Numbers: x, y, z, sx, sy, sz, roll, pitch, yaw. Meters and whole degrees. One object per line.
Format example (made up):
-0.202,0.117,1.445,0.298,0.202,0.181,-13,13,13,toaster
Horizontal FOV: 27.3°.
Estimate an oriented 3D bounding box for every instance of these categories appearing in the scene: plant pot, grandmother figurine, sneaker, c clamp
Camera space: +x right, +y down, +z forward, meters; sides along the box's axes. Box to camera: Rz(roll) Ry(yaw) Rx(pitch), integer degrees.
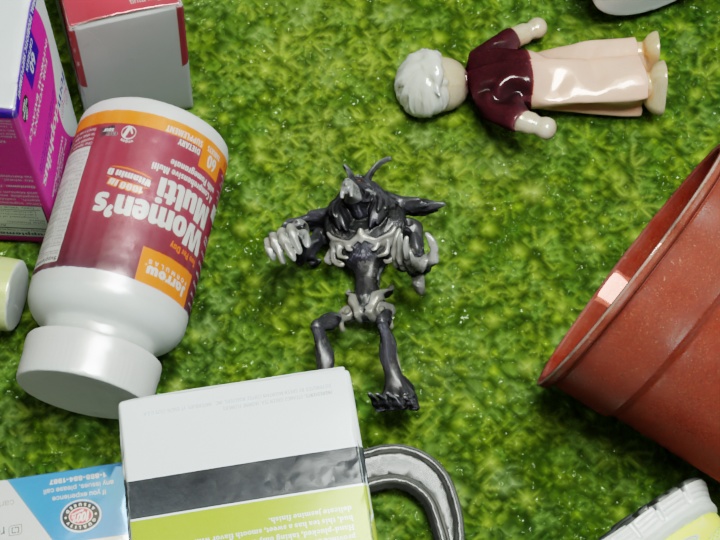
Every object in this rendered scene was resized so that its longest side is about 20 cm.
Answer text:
0.252,0.054,0.964,0.195,0.201,0.201,38,70,4,plant pot
0.125,-0.140,1.109,0.200,0.061,0.121,-1,39,0,grandmother figurine
0.163,0.217,0.944,0.200,0.078,0.090,-31,78,-13,sneaker
-0.018,0.205,0.971,0.200,0.027,0.171,-20,64,-9,c clamp

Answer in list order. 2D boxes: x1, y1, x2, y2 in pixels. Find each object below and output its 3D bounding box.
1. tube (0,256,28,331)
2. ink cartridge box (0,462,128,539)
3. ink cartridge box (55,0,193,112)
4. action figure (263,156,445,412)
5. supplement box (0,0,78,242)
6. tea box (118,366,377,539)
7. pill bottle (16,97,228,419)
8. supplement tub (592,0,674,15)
-0.335,0.002,1.028,0.200,0.058,0.052,9,82,4,tube
-0.190,0.238,0.881,0.147,0.145,0.200,-8,67,-5,ink cartridge box
-0.187,-0.228,1.082,0.083,0.147,0.200,-14,69,-9,ink cartridge box
0.000,0.000,1.017,0.119,0.102,0.200,-5,68,8,action figure
-0.257,-0.105,0.997,0.103,0.200,0.101,4,67,-2,supplement box
-0.053,0.190,0.853,0.133,0.200,0.197,-8,64,-2,tea box
-0.162,-0.008,1.008,0.109,0.110,0.200,10,66,2,pill bottle
0.194,-0.313,1.135,0.145,0.145,0.200,-18,69,-10,supplement tub
